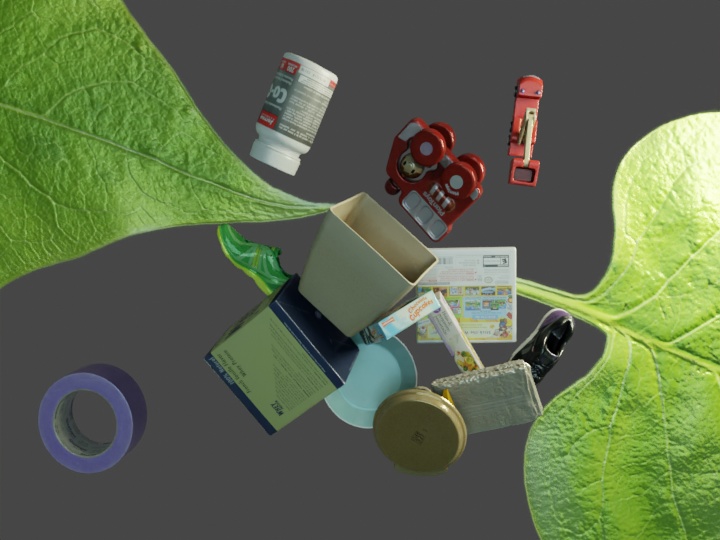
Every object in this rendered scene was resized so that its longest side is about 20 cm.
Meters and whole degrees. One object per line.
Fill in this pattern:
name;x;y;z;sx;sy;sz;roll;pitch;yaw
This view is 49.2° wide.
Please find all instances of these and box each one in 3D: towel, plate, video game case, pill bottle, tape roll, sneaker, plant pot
towel;0.243;0.246;1.511;0.196;0.035;0.135;-14;115;17
plate;0.016;0.212;1.564;0.195;0.026;0.206;0;95;5
video game case;0.205;0.049;1.534;0.195;0.023;0.187;-1;96;4
pill bottle;-0.130;-0.292;1.481;0.112;0.114;0.204;24;97;2
tape roll;-0.539;0.297;1.589;0.195;0.085;0.205;0;95;5
sneaker;-0.197;-0.026;1.537;0.200;0.074;0.084;43;100;-10
sneaker;0.339;0.165;1.501;0.075;0.088;0.203;30;98;1
plant pot;0.000;0.000;1.463;0.199;0.200;0.178;41;114;6

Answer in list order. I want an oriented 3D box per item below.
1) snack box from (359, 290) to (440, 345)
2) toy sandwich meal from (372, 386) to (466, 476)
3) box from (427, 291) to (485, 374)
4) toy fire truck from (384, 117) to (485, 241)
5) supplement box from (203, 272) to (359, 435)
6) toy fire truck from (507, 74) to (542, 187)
snack box;0.067;0.090;1.445;0.115;0.200;0.038;-30;88;-13
toy sandwich meal;0.117;0.306;1.512;0.200;0.070;0.210;5;115;11
box;0.184;0.136;1.511;0.038;0.042;0.202;-28;106;13
toy fire truck;0.130;-0.175;1.483;0.200;0.112;0.168;46;116;0
supplement box;-0.145;0.158;1.483;0.199;0.135;0.201;-37;99;23
toy fire truck;0.301;-0.257;1.435;0.048;0.141;0.205;7;97;4
